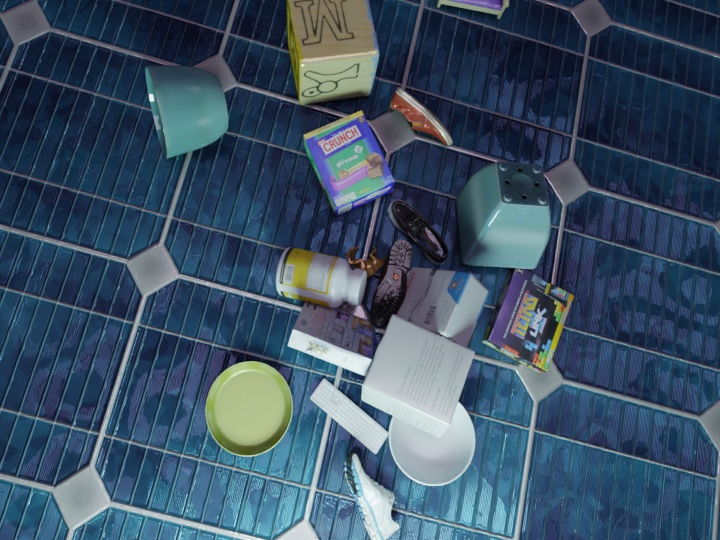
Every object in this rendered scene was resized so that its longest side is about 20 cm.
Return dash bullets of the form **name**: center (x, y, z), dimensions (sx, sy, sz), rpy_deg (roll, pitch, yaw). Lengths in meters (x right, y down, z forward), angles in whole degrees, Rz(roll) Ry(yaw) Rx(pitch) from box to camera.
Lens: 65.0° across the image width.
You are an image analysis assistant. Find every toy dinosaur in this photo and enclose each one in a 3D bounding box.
- **toy dinosaur**: center (0.000, 0.000, 1.359), dimensions (0.197, 0.060, 0.108), rpy_deg (-35, 85, -12)

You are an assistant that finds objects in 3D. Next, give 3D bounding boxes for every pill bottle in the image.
- **pill bottle**: center (-0.088, 0.020, 1.297), dimensions (0.193, 0.112, 0.116), rpy_deg (12, 76, 11)

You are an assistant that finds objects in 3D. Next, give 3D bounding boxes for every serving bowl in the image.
- **serving bowl**: center (0.160, 0.381, 1.284), dimensions (0.192, 0.066, 0.207), rpy_deg (-1, 67, 1)

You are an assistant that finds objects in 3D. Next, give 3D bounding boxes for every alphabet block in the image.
- **alphabet block**: center (-0.074, -0.554, 1.400), dimensions (0.193, 0.196, 0.203), rpy_deg (-10, 77, -9)

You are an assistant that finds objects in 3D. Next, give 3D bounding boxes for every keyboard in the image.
- **keyboard**: center (-0.025, 0.337, 1.310), dimensions (0.198, 0.011, 0.057), rpy_deg (40, 77, 2)

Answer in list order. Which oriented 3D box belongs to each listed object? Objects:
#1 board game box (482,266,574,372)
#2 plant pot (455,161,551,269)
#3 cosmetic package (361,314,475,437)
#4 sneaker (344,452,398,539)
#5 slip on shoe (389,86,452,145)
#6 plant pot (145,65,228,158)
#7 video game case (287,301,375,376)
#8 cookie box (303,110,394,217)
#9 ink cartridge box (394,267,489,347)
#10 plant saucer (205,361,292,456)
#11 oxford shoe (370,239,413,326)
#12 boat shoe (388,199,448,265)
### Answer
- **board game box**: center (0.410, 0.118, 1.383), dimensions (0.161, 0.057, 0.205), rpy_deg (26, 76, -2)
- **plant pot**: center (0.349, -0.146, 1.335), dimensions (0.189, 0.202, 0.202), rpy_deg (3, 60, -6)
- **cosmetic package**: center (0.120, 0.231, 1.223), dimensions (0.195, 0.166, 0.168), rpy_deg (23, 68, 10)
- **sneaker**: center (0.028, 0.496, 1.259), dimensions (0.084, 0.075, 0.206), rpy_deg (-21, 89, -18)
- **slip on shoe**: center (0.158, -0.387, 1.462), dimensions (0.198, 0.074, 0.062), rpy_deg (38, 111, -4)
- **plant pot**: center (-0.402, -0.381, 1.330), dimensions (0.156, 0.200, 0.207), rpy_deg (-15, 79, -22)
- **video game case**: center (-0.058, 0.142, 1.255), dimensions (0.176, 0.201, 0.047), rpy_deg (20, 107, -2)
- **cookie box**: center (-0.030, -0.265, 1.402), dimensions (0.167, 0.075, 0.205), rpy_deg (-24, 81, -10)
- **ink cartridge box**: center (0.174, 0.081, 1.286), dimensions (0.083, 0.197, 0.148), rpy_deg (35, 74, -32)
- **plant saucer**: center (-0.250, 0.311, 1.279), dimensions (0.192, 0.031, 0.208), rpy_deg (2, 78, -7)
- **oxford shoe**: center (0.073, 0.033, 1.336), dimensions (0.071, 0.084, 0.206), rpy_deg (22, 86, -6)
- **boat shoe**: center (0.145, -0.100, 1.392), dimensions (0.069, 0.066, 0.202), rpy_deg (-36, 84, -12)
